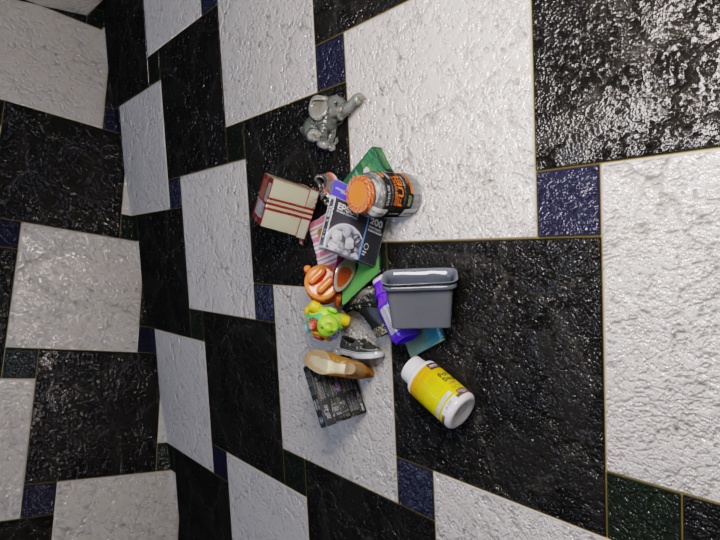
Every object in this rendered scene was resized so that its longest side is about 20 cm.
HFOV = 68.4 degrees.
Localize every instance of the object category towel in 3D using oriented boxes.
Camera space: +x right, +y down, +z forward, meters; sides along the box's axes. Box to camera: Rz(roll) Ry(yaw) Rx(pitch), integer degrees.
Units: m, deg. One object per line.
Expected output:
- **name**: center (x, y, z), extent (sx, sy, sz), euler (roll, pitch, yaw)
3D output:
- **towel**: center (-0.113, -0.085, 1.787), extent (0.145, 0.030, 0.203), euler (-24, 78, 48)
- **towel**: center (0.159, 0.131, 1.518), extent (0.146, 0.021, 0.203), euler (-37, 65, 43)

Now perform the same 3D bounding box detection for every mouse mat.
- **mouse mat**: center (0.000, 0.000, 1.617), extent (0.200, 0.007, 0.163), euler (-44, 32, 37)

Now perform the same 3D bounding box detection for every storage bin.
- **storage bin**: center (0.158, 0.074, 1.405), extent (0.196, 0.146, 0.137), euler (-1, 107, 8)

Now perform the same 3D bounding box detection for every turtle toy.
- **turtle toy**: center (-0.113, 0.169, 1.688), extent (0.200, 0.144, 0.102), euler (138, 154, -69)

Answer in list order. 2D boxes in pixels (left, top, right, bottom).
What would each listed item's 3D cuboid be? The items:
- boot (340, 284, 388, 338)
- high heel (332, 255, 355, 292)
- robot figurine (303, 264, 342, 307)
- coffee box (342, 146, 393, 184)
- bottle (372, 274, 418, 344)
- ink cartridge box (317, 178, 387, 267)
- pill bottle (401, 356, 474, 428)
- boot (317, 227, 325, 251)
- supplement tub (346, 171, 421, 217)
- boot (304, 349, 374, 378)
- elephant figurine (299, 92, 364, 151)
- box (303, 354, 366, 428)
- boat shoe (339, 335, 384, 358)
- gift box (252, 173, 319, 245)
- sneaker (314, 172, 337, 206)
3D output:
- **boot**: center (0.021, 0.140, 1.634), extent (0.156, 0.073, 0.203), euler (63, 147, 7)
- **high heel**: center (-0.053, -0.026, 1.662), extent (0.096, 0.067, 0.203), euler (-7, 57, 63)
- **robot figurine**: center (-0.121, 0.050, 1.716), extent (0.200, 0.141, 0.119), euler (95, -178, -78)
- **coffee box**: center (0.017, -0.264, 1.608), extent (0.200, 0.044, 0.124), euler (-45, 62, 41)
- **bottle**: center (0.093, 0.108, 1.513), extent (0.065, 0.082, 0.202), euler (-50, 56, 47)
- **ink cartridge box**: center (-0.015, -0.133, 1.506), extent (0.043, 0.196, 0.203), euler (4, 78, 52)
- **pill bottle**: center (0.202, 0.320, 1.426), extent (0.199, 0.108, 0.111), euler (37, 121, 39)
- **boot**: center (-0.058, -0.122, 1.640), extent (0.071, 0.143, 0.201), euler (59, -178, -14)
- **supplement tub**: center (0.064, -0.206, 1.448), extent (0.121, 0.198, 0.125), euler (9, 102, 46)
- **boot**: center (-0.065, 0.306, 1.671), extent (0.198, 0.144, 0.072), euler (9, 77, 27)
- **elephant figurine**: center (-0.094, -0.491, 1.664), extent (0.142, 0.153, 0.202), euler (-87, 22, -70)
- **box**: center (-0.082, 0.385, 1.711), extent (0.043, 0.158, 0.203), euler (-37, 68, 52)
- **boat shoe**: center (-0.003, 0.242, 1.677), extent (0.198, 0.068, 0.058), euler (-2, 93, 50)
- **gift box**: center (-0.242, -0.205, 1.772), extent (0.187, 0.184, 0.200), euler (-69, 27, 14)
- **sneaker**: center (-0.097, -0.227, 1.712), extent (0.077, 0.081, 0.202), euler (-47, 61, 40)
